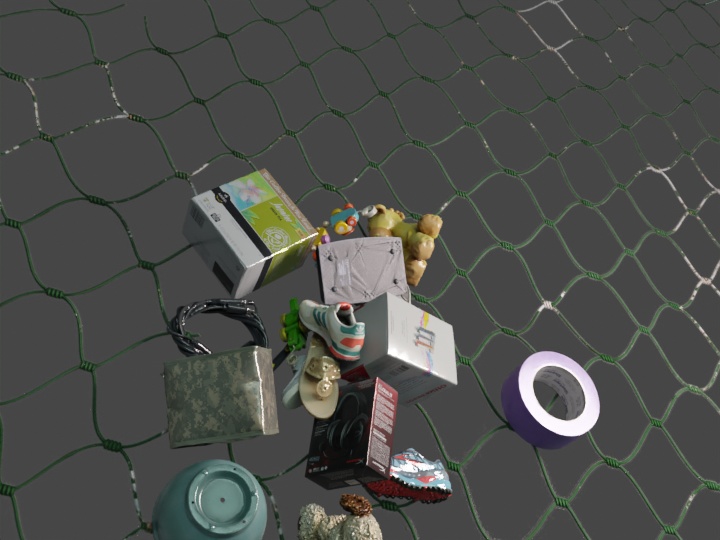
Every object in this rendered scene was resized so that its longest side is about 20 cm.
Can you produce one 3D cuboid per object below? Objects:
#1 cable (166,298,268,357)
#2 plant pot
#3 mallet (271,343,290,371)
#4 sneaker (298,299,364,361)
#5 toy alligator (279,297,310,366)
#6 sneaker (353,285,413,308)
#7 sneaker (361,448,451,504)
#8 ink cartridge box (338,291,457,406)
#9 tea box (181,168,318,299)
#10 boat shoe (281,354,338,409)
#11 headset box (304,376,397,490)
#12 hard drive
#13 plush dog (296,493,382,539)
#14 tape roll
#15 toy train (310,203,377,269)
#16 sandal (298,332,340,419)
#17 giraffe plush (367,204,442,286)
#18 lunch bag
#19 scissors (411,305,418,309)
[{"bbox_3d":[-0.287,0.131,1.603,0.199,0.051,0.164,2,62,-25],"label":"cable"},{"bbox_3d":[-0.247,0.408,1.372,0.200,0.134,0.201,11,54,-16],"label":"plant pot"},{"bbox_3d":[-0.201,0.206,1.594,0.066,0.041,0.200,30,47,2],"label":"mallet"},{"bbox_3d":[-0.051,0.092,1.576,0.070,0.094,0.200,3,26,-36],"label":"sneaker"},{"bbox_3d":[-0.129,0.136,1.644,0.054,0.059,0.200,55,19,-36],"label":"toy alligator"},{"bbox_3d":[0.038,0.038,1.790,0.200,0.075,0.116,45,47,-3],"label":"sneaker"},{"bbox_3d":[0.080,0.394,1.572,0.200,0.079,0.096,19,39,-19],"label":"sneaker"},{"bbox_3d":[0.076,0.164,1.628,0.200,0.145,0.145,29,46,-34],"label":"ink cartridge box"},{"bbox_3d":[-0.236,-0.079,1.704,0.197,0.134,0.200,-29,72,-36],"label":"tea box"},{"bbox_3d":[-0.101,0.202,1.624,0.071,0.070,0.201,31,50,23],"label":"boat shoe"},{"bbox_3d":[-0.014,0.302,1.526,0.077,0.149,0.200,41,44,-38],"label":"headset box"},{"bbox_3d":[0.000,0.000,1.692,0.200,0.042,0.135,-7,90,-28],"label":"hard drive"},{"bbox_3d":[-0.015,0.488,1.391,0.160,0.172,0.200,6,55,-20],"label":"plush dog"},{"bbox_3d":[0.418,0.286,1.769,0.199,0.085,0.200,11,55,-15],"label":"tape roll"},{"bbox_3d":[-0.048,-0.067,1.788,0.150,0.056,0.200,15,52,44],"label":"toy train"},{"bbox_3d":[-0.075,0.180,1.551,0.077,0.070,0.212,7,44,-5],"label":"sandal"},{"bbox_3d":[0.087,-0.082,1.835,0.162,0.173,0.200,21,38,1],"label":"giraffe plush"},{"bbox_3d":[-0.261,0.233,1.467,0.199,0.118,0.165,-9,79,8],"label":"lunch bag"},{"bbox_3d":[0.065,0.104,1.692,0.200,0.014,0.073,-1,44,-39],"label":"scissors"}]
